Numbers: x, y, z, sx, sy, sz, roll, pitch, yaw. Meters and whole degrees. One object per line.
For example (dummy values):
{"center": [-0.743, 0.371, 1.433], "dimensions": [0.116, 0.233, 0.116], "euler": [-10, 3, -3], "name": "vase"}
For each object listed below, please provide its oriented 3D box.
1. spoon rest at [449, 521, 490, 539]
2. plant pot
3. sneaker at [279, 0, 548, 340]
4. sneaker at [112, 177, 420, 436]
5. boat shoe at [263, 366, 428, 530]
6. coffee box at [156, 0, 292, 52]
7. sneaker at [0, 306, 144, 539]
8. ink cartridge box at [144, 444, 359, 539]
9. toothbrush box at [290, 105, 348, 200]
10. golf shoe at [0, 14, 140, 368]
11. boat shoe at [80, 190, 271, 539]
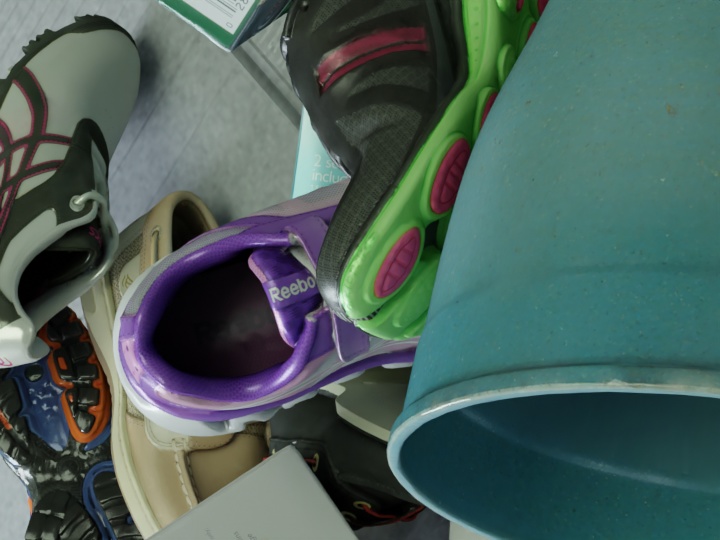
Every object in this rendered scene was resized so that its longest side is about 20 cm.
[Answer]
{"center": [0.076, 0.161, 1.111], "dimensions": [0.099, 0.061, 0.200], "euler": [-33, 62, 36], "name": "spoon rest"}
{"center": [0.121, -0.017, 0.874], "dimensions": [0.200, 0.200, 0.188], "euler": [-9, 62, 42], "name": "plant pot"}
{"center": [0.013, -0.056, 0.960], "dimensions": [0.084, 0.077, 0.200], "euler": [-3, 48, 19], "name": "sneaker"}
{"center": [0.000, 0.000, 1.000], "dimensions": [0.200, 0.088, 0.081], "euler": [-24, 83, 7], "name": "sneaker"}
{"center": [0.014, 0.071, 1.140], "dimensions": [0.201, 0.074, 0.063], "euler": [-163, 76, -70], "name": "boat shoe"}
{"center": [-0.003, -0.190, 1.189], "dimensions": [0.044, 0.123, 0.200], "euler": [35, 111, 2], "name": "coffee box"}
{"center": [-0.114, 0.111, 1.286], "dimensions": [0.075, 0.078, 0.200], "euler": [-18, 68, 9], "name": "sneaker"}
{"center": [-0.097, 0.158, 1.120], "dimensions": [0.068, 0.200, 0.116], "euler": [55, 163, 8], "name": "ink cartridge box"}
{"center": [0.027, -0.064, 1.116], "dimensions": [0.085, 0.146, 0.200], "euler": [8, 90, 7], "name": "toothbrush box"}
{"center": [-0.136, -0.030, 1.288], "dimensions": [0.088, 0.077, 0.200], "euler": [9, 54, 29], "name": "golf shoe"}
{"center": [-0.067, 0.057, 1.249], "dimensions": [0.065, 0.071, 0.200], "euler": [-41, 58, 32], "name": "boat shoe"}
